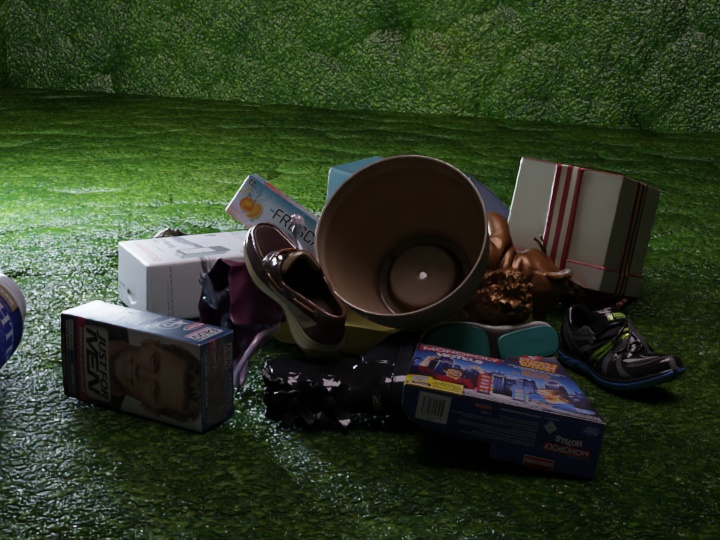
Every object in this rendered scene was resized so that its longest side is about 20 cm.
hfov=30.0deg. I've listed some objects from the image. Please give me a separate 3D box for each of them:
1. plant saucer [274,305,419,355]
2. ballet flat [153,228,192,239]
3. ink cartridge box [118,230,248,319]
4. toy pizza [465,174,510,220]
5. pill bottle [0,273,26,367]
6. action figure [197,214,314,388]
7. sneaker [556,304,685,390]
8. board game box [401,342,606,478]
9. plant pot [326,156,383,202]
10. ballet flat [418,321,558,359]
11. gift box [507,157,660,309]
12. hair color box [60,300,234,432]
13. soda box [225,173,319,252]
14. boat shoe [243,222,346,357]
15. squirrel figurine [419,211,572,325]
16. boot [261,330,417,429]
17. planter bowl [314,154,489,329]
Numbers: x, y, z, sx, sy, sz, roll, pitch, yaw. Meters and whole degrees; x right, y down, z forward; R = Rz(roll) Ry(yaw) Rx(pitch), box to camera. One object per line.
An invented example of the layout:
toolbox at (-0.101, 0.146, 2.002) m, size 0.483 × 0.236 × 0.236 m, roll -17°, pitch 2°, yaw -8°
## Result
plant saucer at (-0.011, 0.061, 1.731) m, size 0.200 × 0.049 × 0.200 m, roll 8°, pitch 16°, yaw 24°
ballet flat at (-0.231, -0.035, 2.058) m, size 0.200 × 0.046 × 0.067 m, roll 8°, pitch 17°, yaw 25°
ink cartridge box at (-0.220, 0.006, 1.858) m, size 0.200 × 0.084 × 0.145 m, roll -6°, pitch 16°, yaw -25°
toy pizza at (0.168, -0.061, 2.022) m, size 0.032 × 0.200 × 0.200 m, roll -39°, pitch -13°, yaw 37°
pill bottle at (-0.452, 0.068, 1.536) m, size 0.119 × 0.120 × 0.200 m, roll 1°, pitch 15°, yaw 1°
action figure at (-0.093, 0.032, 1.587) m, size 0.200 × 0.134 × 0.149 m, roll -11°, pitch 50°, yaw -39°
sneaker at (0.298, 0.088, 1.577) m, size 0.071 × 0.083 × 0.200 m, roll -7°, pitch 17°, yaw -28°
board game box at (0.147, 0.134, 1.394) m, size 0.200 × 0.062 × 0.200 m, roll 12°, pitch 13°, yaw 6°
plant pot at (0.064, -0.084, 2.126) m, size 0.200 × 0.142 × 0.141 m, roll 17°, pitch 21°, yaw 31°
ballet flat at (0.144, 0.094, 1.606) m, size 0.200 × 0.070 × 0.069 m, roll -3°, pitch 14°, yaw -30°
gift box at (0.293, -0.049, 1.889) m, size 0.184 × 0.187 × 0.200 m, roll 14°, pitch 4°, yaw 36°
hair color box at (-0.233, 0.101, 1.460) m, size 0.200 × 0.100 × 0.060 m, roll 9°, pitch 17°, yaw 31°
soda box at (-0.094, -0.058, 1.944) m, size 0.200 × 0.068 × 0.064 m, roll 35°, pitch 6°, yaw -1°
boat shoe at (-0.069, 0.005, 1.484) m, size 0.072 × 0.072 × 0.200 m, roll -7°, pitch 45°, yaw -27°
squirrel figurine at (0.167, 0.016, 1.695) m, size 0.186 × 0.142 × 0.200 m, roll 23°, pitch 33°, yaw -8°
boot at (-0.018, 0.117, 1.484) m, size 0.162 × 0.074 × 0.198 m, roll -2°, pitch 14°, yaw 7°
planter bowl at (0.060, -0.015, 1.562) m, size 0.200 × 0.201 × 0.135 m, roll 6°, pitch -22°, yaw 18°
